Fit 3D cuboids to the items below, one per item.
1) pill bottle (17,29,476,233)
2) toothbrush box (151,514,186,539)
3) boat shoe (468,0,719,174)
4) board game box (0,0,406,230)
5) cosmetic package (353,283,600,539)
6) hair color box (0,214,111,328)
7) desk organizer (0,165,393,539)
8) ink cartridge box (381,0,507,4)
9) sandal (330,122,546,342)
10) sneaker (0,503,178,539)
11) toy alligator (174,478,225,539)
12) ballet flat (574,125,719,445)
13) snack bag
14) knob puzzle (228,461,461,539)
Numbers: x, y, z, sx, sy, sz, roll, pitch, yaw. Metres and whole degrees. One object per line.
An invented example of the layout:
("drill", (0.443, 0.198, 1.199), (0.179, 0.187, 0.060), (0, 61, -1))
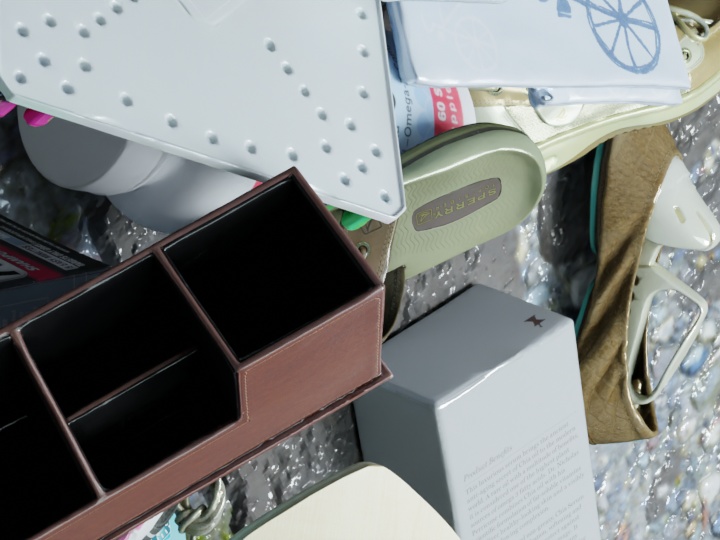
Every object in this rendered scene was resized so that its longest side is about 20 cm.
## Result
("pill bottle", (-0.050, -0.065, 1.207), (0.200, 0.109, 0.109), (7, 101, -47))
("toothbrush box", (-0.155, 0.146, 1.204), (0.146, 0.085, 0.201), (-26, 123, -35))
("boat shoe", (0.123, -0.109, 1.394), (0.200, 0.073, 0.063), (-25, 128, -28))
("board game box", (-0.074, -0.126, 1.115), (0.200, 0.026, 0.201), (17, 54, -37))
("cosmetic package", (0.064, 0.121, 1.425), (0.101, 0.071, 0.201), (-30, 126, -33))
("hair color box", (-0.208, 0.027, 1.092), (0.200, 0.099, 0.061), (-13, 116, -42))
("desk organizer", (-0.089, 0.047, 1.057), (0.200, 0.072, 0.077), (-30, 156, -16))
("ink cartridge box", (-0.022, -0.193, 1.167), (0.199, 0.050, 0.163), (-4, 68, -36))
("sandal", (0.001, -0.001, 1.179), (0.201, 0.057, 0.080), (-28, 144, -15))
("sneaker", (-0.153, 0.140, 1.104), (0.200, 0.080, 0.086), (-40, 152, -23))
("toy alligator", (-0.100, 0.176, 1.175), (0.054, 0.059, 0.201), (77, 35, -89))
("ballet flat", (0.153, 0.001, 1.460), (0.068, 0.072, 0.201), (-20, 122, -66))
("snack bag", (0.066, -0.165, 1.284), (0.200, 0.021, 0.189), (-5, 76, -44))
("knob puzzle", (-0.016, 0.186, 1.266), (0.219, 0.030, 0.221), (-5, 99, -29))
